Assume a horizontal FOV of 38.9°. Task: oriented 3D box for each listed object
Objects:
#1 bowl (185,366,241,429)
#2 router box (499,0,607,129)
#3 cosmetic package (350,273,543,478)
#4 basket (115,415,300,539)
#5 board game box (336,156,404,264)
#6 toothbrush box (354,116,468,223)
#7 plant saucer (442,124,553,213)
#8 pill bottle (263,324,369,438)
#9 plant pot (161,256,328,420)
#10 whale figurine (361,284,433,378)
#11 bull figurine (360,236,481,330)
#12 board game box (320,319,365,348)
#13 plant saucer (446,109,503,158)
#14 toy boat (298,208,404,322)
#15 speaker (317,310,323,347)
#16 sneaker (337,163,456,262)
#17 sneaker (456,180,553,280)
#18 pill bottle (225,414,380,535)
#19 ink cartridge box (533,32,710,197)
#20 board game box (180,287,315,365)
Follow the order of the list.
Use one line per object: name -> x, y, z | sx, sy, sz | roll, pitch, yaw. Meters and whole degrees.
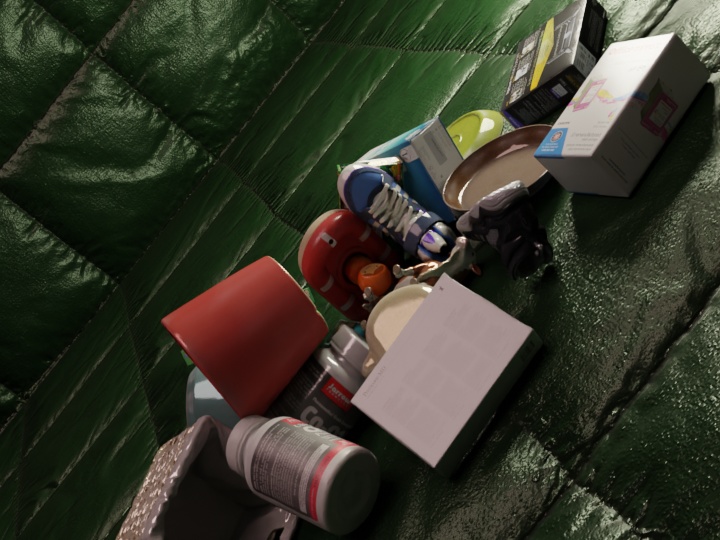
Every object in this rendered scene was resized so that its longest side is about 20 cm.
bowl -> -0.213, 0.213, 1.603 | 0.103, 0.204, 0.202 | -3, 30, 1
router box -> 0.313, -0.337, 1.650 | 0.157, 0.052, 0.202 | -31, 29, 44
cosmetic package -> 0.103, 0.124, 1.241 | 0.150, 0.052, 0.201 | 34, 84, 35
basket -> -0.212, 0.345, 1.413 | 0.160, 0.199, 0.200 | -30, 28, 46
board game box -> 0.018, -0.085, 1.619 | 0.103, 0.202, 0.024 | -11, 39, -9
toothbrush box -> 0.081, -0.140, 1.656 | 0.085, 0.147, 0.199 | -40, 11, -34
plant saucer -> 0.215, -0.143, 1.510 | 0.198, 0.032, 0.201 | -26, 29, 15
pill bottle -> -0.051, 0.185, 1.459 | 0.201, 0.114, 0.114 | -51, 21, 1
plant pot -> -0.153, 0.090, 1.437 | 0.177, 0.201, 0.200 | -40, 19, -10
whale figurine -> 0.080, 0.120, 1.351 | 0.157, 0.104, 0.202 | -20, 55, 17
bull figurine -> 0.083, 0.026, 1.474 | 0.200, 0.120, 0.066 | -46, 57, 34
board game box -> -0.052, 0.171, 1.603 | 0.201, 0.028, 0.135 | -56, 22, -13
plant saucer -> 0.165, -0.207, 1.774 | 0.200, 0.031, 0.201 | -42, 23, 22
toy boat -> 0.000, 0.000, 1.563 | 0.131, 0.200, 0.130 | -53, 35, -7
speaker -> -0.112, 0.122, 1.664 | 0.088, 0.088, 0.200 | -43, 4, 18
sneaker -> 0.069, -0.078, 1.517 | 0.081, 0.200, 0.146 | -54, 39, -4
sneaker -> 0.191, -0.041, 1.354 | 0.075, 0.115, 0.200 | -26, -6, -11
pill bottle -> -0.080, 0.254, 1.316 | 0.198, 0.111, 0.112 | 15, 64, 39
ink cartridge box -> 0.340, -0.203, 1.335 | 0.201, 0.084, 0.144 | -53, 21, -8
board game box -> -0.182, 0.091, 1.644 | 0.199, 0.029, 0.134 | -25, 4, 42
